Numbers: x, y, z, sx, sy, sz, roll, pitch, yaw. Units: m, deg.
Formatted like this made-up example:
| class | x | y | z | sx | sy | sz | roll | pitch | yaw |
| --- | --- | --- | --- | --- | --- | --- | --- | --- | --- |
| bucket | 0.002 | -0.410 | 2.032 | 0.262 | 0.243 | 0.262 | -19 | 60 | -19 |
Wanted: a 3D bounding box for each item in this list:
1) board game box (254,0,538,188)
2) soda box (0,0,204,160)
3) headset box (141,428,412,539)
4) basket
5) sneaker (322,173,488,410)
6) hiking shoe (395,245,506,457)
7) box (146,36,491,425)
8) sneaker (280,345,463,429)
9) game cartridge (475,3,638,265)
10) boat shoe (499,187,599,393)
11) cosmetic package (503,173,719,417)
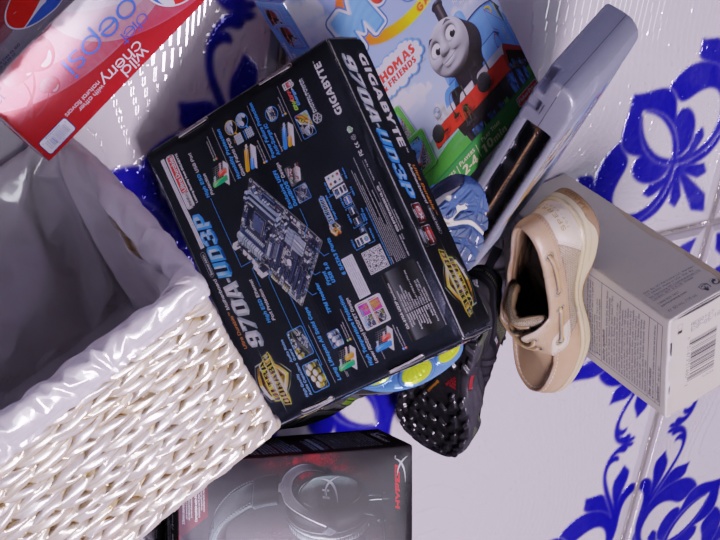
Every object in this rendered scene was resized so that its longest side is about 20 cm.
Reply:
| class | x | y | z | sx | sy | sz | roll | pitch | yaw |
| --- | --- | --- | --- | --- | --- | --- | --- | --- | --- |
| board game box | 0.033 | -0.150 | 0.904 | 0.151 | 0.037 | 0.200 | -48 | 126 | -20 |
| soda box | -0.144 | -0.165 | 0.774 | 0.200 | 0.070 | 0.063 | -46 | 135 | -3 |
| headset box | -0.066 | 0.201 | 0.979 | 0.199 | 0.077 | 0.150 | -1 | 93 | -22 |
| basket | -0.188 | 0.060 | 0.800 | 0.200 | 0.198 | 0.161 | -37 | 136 | -12 |
| sneaker | 0.000 | 0.000 | 0.903 | 0.200 | 0.085 | 0.077 | -46 | 143 | 15 |
| hiking shoe | 0.089 | 0.074 | 1.104 | 0.101 | 0.076 | 0.201 | -45 | 157 | -37 |
| box | -0.029 | -0.021 | 0.833 | 0.158 | 0.201 | 0.046 | -28 | 175 | 30 |
| sneaker | -0.021 | 0.072 | 1.003 | 0.199 | 0.071 | 0.083 | -21 | 177 | 3 |
| game cartridge | 0.132 | -0.096 | 0.977 | 0.133 | 0.041 | 0.200 | -43 | 168 | -40 |
| boat shoe | 0.137 | 0.026 | 1.042 | 0.064 | 0.071 | 0.201 | -29 | 137 | -27 |
| cosmetic package | 0.203 | 0.016 | 1.070 | 0.073 | 0.200 | 0.104 | -25 | 132 | -22 |
